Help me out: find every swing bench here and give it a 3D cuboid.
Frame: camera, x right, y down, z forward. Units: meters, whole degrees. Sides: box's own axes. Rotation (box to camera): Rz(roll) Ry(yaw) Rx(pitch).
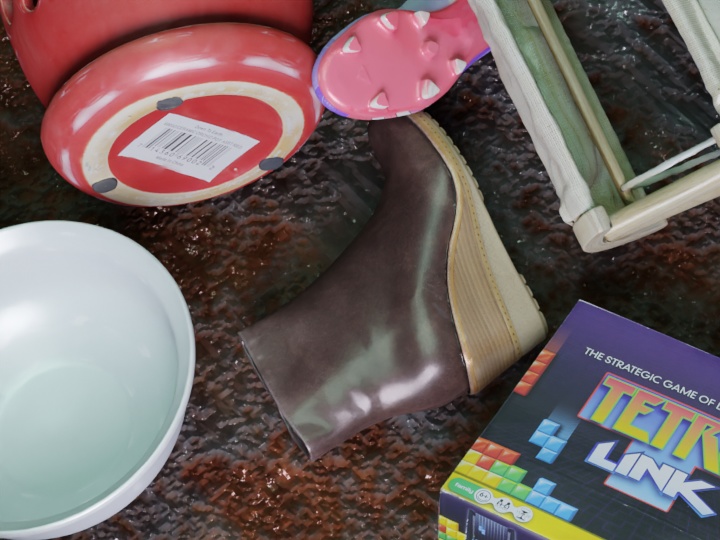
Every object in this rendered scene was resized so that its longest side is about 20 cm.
[{"bbox_3d":[0.174,-0.137,1.235,0.199,0.130,0.200,-24,82,-1],"label":"swing bench"}]

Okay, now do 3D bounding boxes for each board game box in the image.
[{"bbox_3d":[0.167,0.119,1.137,0.199,0.057,0.165,23,52,21],"label":"board game box"}]

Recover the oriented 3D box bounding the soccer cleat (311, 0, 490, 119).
[{"bbox_3d":[0.036,-0.142,1.297,0.200,0.076,0.067,-35,102,-36],"label":"soccer cleat"}]

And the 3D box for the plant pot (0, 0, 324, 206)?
[{"bbox_3d":[-0.119,-0.154,1.292,0.200,0.201,0.183,-18,64,0],"label":"plant pot"}]

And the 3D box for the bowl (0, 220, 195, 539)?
[{"bbox_3d":[-0.185,0.078,1.229,0.200,0.090,0.202,-4,60,7],"label":"bowl"}]

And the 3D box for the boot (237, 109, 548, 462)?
[{"bbox_3d":[0.000,0.000,1.251,0.166,0.072,0.200,-24,62,-7],"label":"boot"}]
